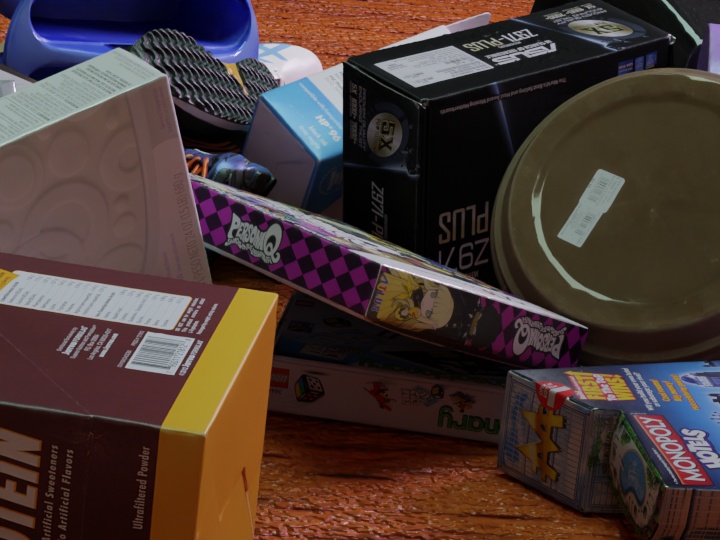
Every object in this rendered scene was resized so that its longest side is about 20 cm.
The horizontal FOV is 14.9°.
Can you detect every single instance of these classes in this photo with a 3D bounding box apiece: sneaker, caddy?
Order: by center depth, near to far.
[{"bbox_3d":[-0.113,-0.044,1.688,0.078,0.076,0.200,38,-15,-11],"label":"sneaker"},{"bbox_3d":[-0.113,-0.094,1.767,0.070,0.090,0.200,58,18,16],"label":"sneaker"},{"bbox_3d":[-0.162,-0.148,1.851,0.199,0.142,0.105,-2,17,-38],"label":"caddy"},{"bbox_3d":[-0.096,-0.120,2.023,0.072,0.072,0.199,21,29,40],"label":"sneaker"}]

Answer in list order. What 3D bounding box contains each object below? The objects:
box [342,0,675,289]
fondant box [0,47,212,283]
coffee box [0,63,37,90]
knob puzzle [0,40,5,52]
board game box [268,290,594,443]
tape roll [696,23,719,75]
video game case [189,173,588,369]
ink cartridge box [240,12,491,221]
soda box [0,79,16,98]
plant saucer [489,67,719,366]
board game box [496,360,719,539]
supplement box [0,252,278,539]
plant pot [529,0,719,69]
[{"bbox_3d":[0.091,-0.064,1.714,0.199,0.165,0.086,-16,30,-31],"label":"box"},{"bbox_3d":[-0.183,-0.011,1.450,0.199,0.145,0.058,-25,33,-23],"label":"fondant box"},{"bbox_3d":[-0.227,-0.059,1.723,0.079,0.114,0.200,-8,23,-38],"label":"coffee box"},{"bbox_3d":[-0.239,-0.132,2.020,0.218,0.031,0.220,-12,23,5],"label":"knob puzzle"},{"bbox_3d":[0.048,0.058,1.585,0.198,0.035,0.126,8,18,5],"label":"board game box"},{"bbox_3d":[0.244,-0.049,1.714,0.084,0.201,0.200,7,18,4],"label":"tape roll"},{"bbox_3d":[0.000,0.000,1.544,0.181,0.036,0.199,18,5,-46],"label":"video game case"},{"bbox_3d":[0.017,-0.083,1.791,0.199,0.116,0.068,-24,60,-34],"label":"ink cartridge box"},{"bbox_3d":[-0.252,-0.037,1.551,0.063,0.069,0.200,-5,-18,-33],"label":"soda box"},{"bbox_3d":[0.169,-0.034,1.587,0.199,0.201,0.030,14,-22,23],"label":"plant saucer"},{"bbox_3d":[0.180,0.102,1.454,0.198,0.062,0.200,2,18,-9],"label":"board game box"},{"bbox_3d":[-0.155,0.088,1.264,0.198,0.134,0.197,8,18,5],"label":"supplement box"},{"bbox_3d":[0.231,-0.118,1.906,0.198,0.201,0.178,10,21,-25],"label":"plant pot"}]
